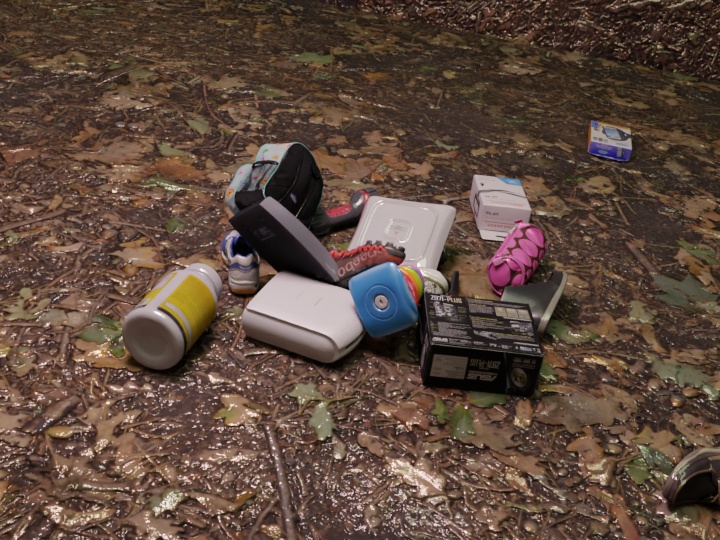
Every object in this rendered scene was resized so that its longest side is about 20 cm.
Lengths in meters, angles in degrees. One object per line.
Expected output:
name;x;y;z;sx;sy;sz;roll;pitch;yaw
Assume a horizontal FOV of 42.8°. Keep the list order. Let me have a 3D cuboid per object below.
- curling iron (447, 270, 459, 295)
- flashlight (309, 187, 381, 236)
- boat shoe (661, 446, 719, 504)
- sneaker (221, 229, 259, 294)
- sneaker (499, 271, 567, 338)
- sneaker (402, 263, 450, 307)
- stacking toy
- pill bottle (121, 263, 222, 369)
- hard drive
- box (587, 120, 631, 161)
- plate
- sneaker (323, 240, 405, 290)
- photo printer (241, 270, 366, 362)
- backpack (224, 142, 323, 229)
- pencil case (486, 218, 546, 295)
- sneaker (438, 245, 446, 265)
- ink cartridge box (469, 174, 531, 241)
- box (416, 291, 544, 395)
curling iron;0.187;0.058;1.771;0.049;0.026;0.201;15;29;-7
flashlight;-0.044;-0.131;1.989;0.198;0.069;0.067;-17;39;-37
boat shoe;0.540;0.312;1.383;0.197;0.076;0.073;-13;36;-30
sneaker;-0.226;-0.039;1.768;0.074;0.089;0.201;-3;31;-16
sneaker;0.332;0.042;1.774;0.105;0.076;0.200;25;34;11
sneaker;0.070;0.032;1.749;0.196;0.078;0.089;10;43;11
stacking toy;0.074;0.031;1.638;0.108;0.118;0.200;-22;3;27
pill bottle;-0.307;0.069;1.539;0.110;0.114;0.200;15;31;11
hard drive;-0.136;-0.047;1.672;0.134;0.200;0.043;-18;33;52
box;0.709;-0.368;2.612;0.117;0.042;0.201;13;28;7
plate;0.076;-0.074;1.859;0.196;0.033;0.202;10;54;19
sneaker;0.000;0.000;1.712;0.198;0.100;0.070;-8;-18;35
photo printer;-0.087;0.082;1.615;0.197;0.070;0.167;18;32;16
backpack;-0.167;-0.157;1.856;0.151;0.177;0.202;3;50;37
pencil case;0.319;-0.029;1.884;0.089;0.095;0.200;-13;19;28
sneaker;0.093;-0.051;1.903;0.198;0.075;0.080;26;49;36
ink cartridge box;0.322;-0.142;2.101;0.114;0.069;0.201;5;31;-5
box;0.203;0.125;1.599;0.196;0.087;0.165;6;30;-5
